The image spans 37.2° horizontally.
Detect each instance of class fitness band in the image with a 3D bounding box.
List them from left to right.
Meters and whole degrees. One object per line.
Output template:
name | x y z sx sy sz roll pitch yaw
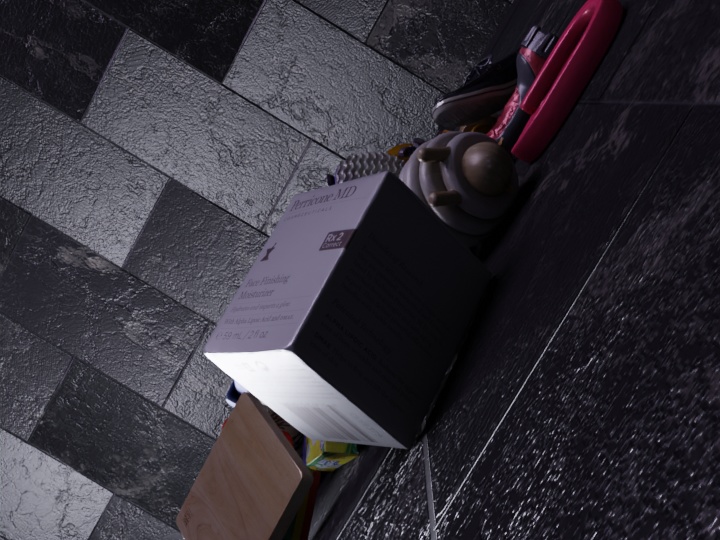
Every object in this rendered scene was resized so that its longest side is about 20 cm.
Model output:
fitness band | 0.227 -0.213 1.192 0.201 0.037 0.144 -61 5 12

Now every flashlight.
flashlight | 0.188 -0.204 1.339 0.201 0.068 0.068 -56 25 10

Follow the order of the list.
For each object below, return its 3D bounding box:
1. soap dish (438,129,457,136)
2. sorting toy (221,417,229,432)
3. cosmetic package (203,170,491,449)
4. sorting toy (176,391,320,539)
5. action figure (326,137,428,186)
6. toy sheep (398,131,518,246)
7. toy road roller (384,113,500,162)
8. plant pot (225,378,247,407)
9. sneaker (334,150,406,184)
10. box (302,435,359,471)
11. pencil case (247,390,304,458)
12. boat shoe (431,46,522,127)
soap dish | 0.121 -0.125 1.644 0.202 0.081 0.157 -61 3 9
sorting toy | -0.177 0.321 1.565 0.199 0.069 0.203 -66 -23 -64
cosmetic package | -0.011 0.041 1.035 0.164 0.165 0.201 -8 47 52
sorting toy | -0.127 0.288 1.317 0.200 0.069 0.200 -62 34 9
action figure | 0.054 -0.102 1.403 0.069 0.197 0.132 49 -143 -66
toy sheep | 0.097 -0.084 1.169 0.200 0.137 0.139 -29 28 57
toy road roller | 0.105 -0.146 1.481 0.201 0.145 0.123 -59 3 14
plant pot | -0.100 0.150 1.725 0.201 0.198 0.181 -65 1 -53
sneaker | 0.062 -0.083 1.304 0.100 0.197 0.070 112 165 -63
box | -0.033 0.177 1.314 0.200 0.048 0.119 130 145 -68
pencil case | -0.108 0.225 1.455 0.090 0.077 0.202 -59 -27 -50
boat shoe | 0.165 -0.242 1.398 0.199 0.063 0.075 -28 -12 -29
